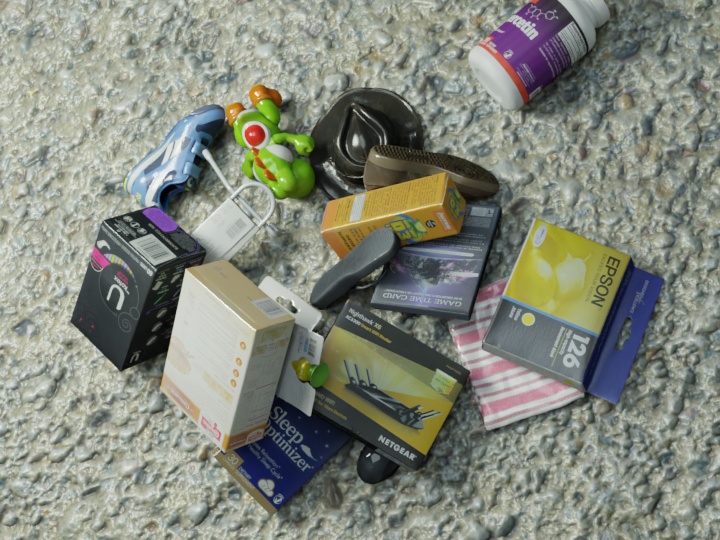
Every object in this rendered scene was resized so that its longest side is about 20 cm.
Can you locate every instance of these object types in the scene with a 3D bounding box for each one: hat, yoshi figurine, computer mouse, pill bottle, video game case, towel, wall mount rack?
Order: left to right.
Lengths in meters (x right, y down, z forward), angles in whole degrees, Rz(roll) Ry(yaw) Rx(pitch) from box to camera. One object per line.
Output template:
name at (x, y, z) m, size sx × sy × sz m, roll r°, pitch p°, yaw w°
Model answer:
wall mount rack at (-0.221, -0.075, 1.736) m, size 0.200 × 0.075 × 0.174 m, roll -43°, pitch 92°, yaw 7°
yoshi figurine at (-0.129, -0.180, 1.774) m, size 0.111 × 0.113 × 0.201 m, roll -10°, pitch 55°, yaw -20°
hat at (0.001, -0.195, 1.744) m, size 0.200 × 0.081 × 0.202 m, roll -4°, pitch 73°, yaw 13°
computer mouse at (0.056, 0.209, 1.636) m, size 0.058 × 0.034 × 0.201 m, roll 26°, pitch 81°, yaw 20°
video game case at (0.110, -0.020, 1.655) m, size 0.142 × 0.019 × 0.201 m, roll 7°, pitch 53°, yaw 19°
towel at (0.210, 0.109, 1.632) m, size 0.146 × 0.030 × 0.201 m, roll -21°, pitch 70°, yaw 7°
pill bottle at (0.264, -0.335, 1.708) m, size 0.200 × 0.112 × 0.113 m, roll -40°, pitch 69°, yaw -1°

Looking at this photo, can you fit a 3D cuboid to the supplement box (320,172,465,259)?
supplement box at (0.046, -0.076, 1.662) m, size 0.199 × 0.067 × 0.069 m, roll -14°, pitch 43°, yaw 27°

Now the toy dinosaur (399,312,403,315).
toy dinosaur at (0.078, 0.009, 1.689) m, size 0.200 × 0.058 × 0.101 m, roll 30°, pitch 64°, yaw 33°

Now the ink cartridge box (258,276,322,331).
ink cartridge box at (-0.145, 0.122, 1.690) m, size 0.116 × 0.068 × 0.200 m, roll 35°, pitch 85°, yaw 20°

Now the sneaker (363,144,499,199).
sneaker at (0.101, -0.128, 1.702) m, size 0.199 × 0.071 × 0.076 m, roll 13°, pitch 120°, yaw -10°

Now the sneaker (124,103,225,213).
sneaker at (-0.272, -0.171, 1.808) m, size 0.200 × 0.074 × 0.082 m, roll -47°, pitch 71°, yaw 4°

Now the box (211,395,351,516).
box at (-0.095, 0.229, 1.632) m, size 0.200 × 0.032 × 0.121 m, roll -44°, pitch 99°, yaw -7°

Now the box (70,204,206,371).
box at (-0.324, 0.025, 1.688) m, size 0.122 × 0.106 × 0.200 m, roll 40°, pitch 126°, yaw 21°

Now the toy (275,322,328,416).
toy at (-0.117, 0.101, 1.576) m, size 0.200 × 0.047 × 0.116 m, roll 27°, pitch 117°, yaw 39°

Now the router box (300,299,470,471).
router box at (0.027, 0.159, 1.603) m, size 0.199 × 0.052 × 0.158 m, roll 30°, pitch 76°, yaw -1°

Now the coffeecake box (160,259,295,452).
coffeecake box at (-0.181, 0.114, 1.556) m, size 0.153 × 0.073 × 0.201 m, roll 37°, pitch 124°, yaw 33°

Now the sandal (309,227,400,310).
sandal at (0.000, 0.000, 1.657) m, size 0.043 × 0.200 × 0.076 m, roll 34°, pitch 51°, yaw -18°

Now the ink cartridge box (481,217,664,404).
ink cartridge box at (0.294, 0.054, 1.599) m, size 0.199 × 0.047 × 0.198 m, roll 21°, pitch 74°, yaw 11°
